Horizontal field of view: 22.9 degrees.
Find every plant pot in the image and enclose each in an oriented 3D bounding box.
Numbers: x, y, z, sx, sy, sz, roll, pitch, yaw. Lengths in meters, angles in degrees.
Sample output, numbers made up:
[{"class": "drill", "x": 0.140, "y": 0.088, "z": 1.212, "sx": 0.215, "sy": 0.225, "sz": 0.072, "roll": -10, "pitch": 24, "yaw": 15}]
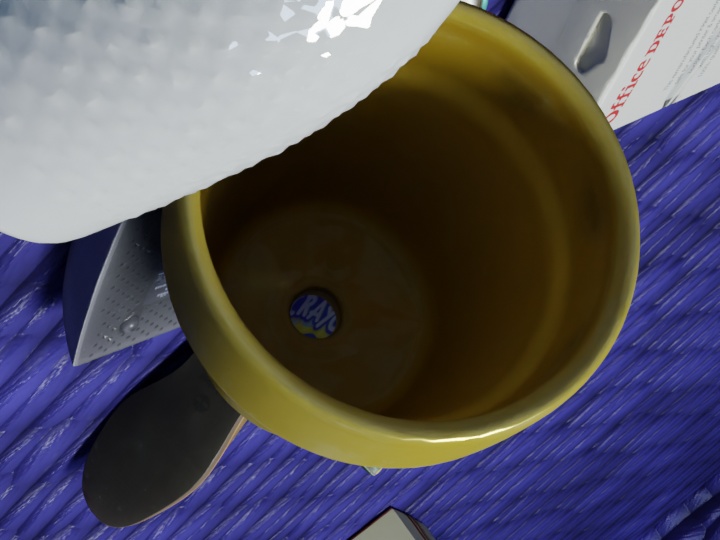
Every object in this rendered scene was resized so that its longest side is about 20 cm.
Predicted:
[{"class": "plant pot", "x": 0.000, "y": 0.000, "z": 0.816, "sx": 0.201, "sy": 0.201, "sz": 0.189, "roll": -29, "pitch": 173, "yaw": -22}]

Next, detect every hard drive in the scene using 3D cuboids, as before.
[{"class": "hard drive", "x": -0.082, "y": -0.039, "z": 0.907, "sx": 0.135, "sy": 0.042, "sz": 0.200, "roll": -21, "pitch": 153, "yaw": -38}]

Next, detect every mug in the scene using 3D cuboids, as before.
[{"class": "mug", "x": -0.052, "y": -0.124, "z": 0.598, "sx": 0.175, "sy": 0.200, "sz": 0.148, "roll": -21, "pitch": 128, "yaw": 26}]

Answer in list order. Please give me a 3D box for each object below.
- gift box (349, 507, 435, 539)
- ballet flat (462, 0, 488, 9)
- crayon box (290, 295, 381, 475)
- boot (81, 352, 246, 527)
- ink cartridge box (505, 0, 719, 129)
[{"class": "gift box", "x": 0.050, "y": 0.363, "z": 1.785, "sx": 0.184, "sy": 0.187, "sz": 0.200, "roll": -40, "pitch": 159, "yaw": 7}, {"class": "ballet flat", "x": 0.019, "y": -0.099, "z": 0.934, "sx": 0.069, "sy": 0.069, "sz": 0.200, "roll": -28, "pitch": 154, "yaw": -23}, {"class": "crayon box", "x": 0.025, "y": 0.007, "z": 1.021, "sx": 0.200, "sy": 0.126, "sz": 0.052, "roll": -49, "pitch": 125, "yaw": -12}, {"class": "boot", "x": -0.095, "y": 0.088, "z": 1.127, "sx": 0.200, "sy": 0.074, "sz": 0.075, "roll": -47, "pitch": 164, "yaw": 15}, {"class": "ink cartridge box", "x": 0.188, "y": -0.171, "z": 1.013, "sx": 0.200, "sy": 0.083, "sz": 0.147, "roll": -24, "pitch": 155, "yaw": -34}]
